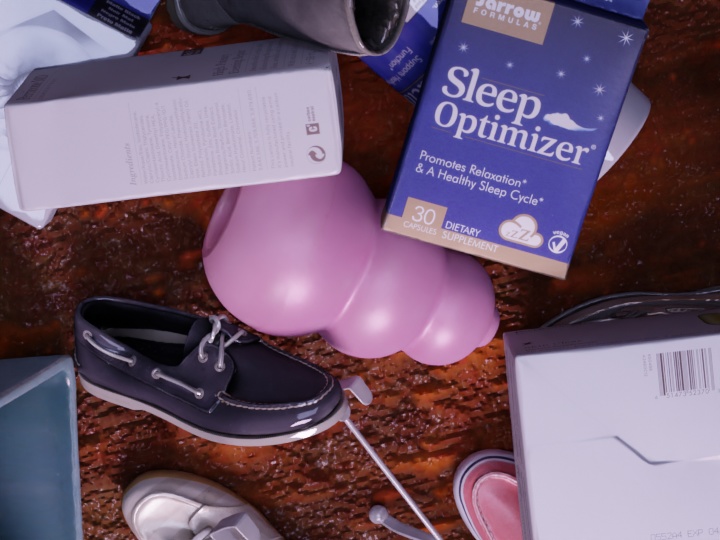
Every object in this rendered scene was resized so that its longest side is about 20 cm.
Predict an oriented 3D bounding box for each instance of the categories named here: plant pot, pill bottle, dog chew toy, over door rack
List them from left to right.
[{"bbox_3d":[-0.307,0.164,1.198,0.200,0.196,0.196,2,100,13],"label":"plant pot"},{"bbox_3d":[-0.015,0.189,1.233,0.148,0.067,0.200,-50,123,-37],"label":"over door rack"},{"bbox_3d":[0.000,0.000,1.223,0.200,0.125,0.125,23,98,-15],"label":"dog chew toy"},{"bbox_3d":[0.083,-0.140,1.202,0.200,0.116,0.116,40,95,-9],"label":"pill bottle"}]

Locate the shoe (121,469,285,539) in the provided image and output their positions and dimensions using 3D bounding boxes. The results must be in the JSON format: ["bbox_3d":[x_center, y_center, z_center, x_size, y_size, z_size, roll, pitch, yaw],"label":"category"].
[{"bbox_3d":[-0.078,0.206,1.282,0.200,0.053,0.070,36,96,-9],"label":"shoe"}]

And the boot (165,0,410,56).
[{"bbox_3d":[-0.048,-0.221,1.136,0.072,0.200,0.182,-9,100,-31],"label":"boot"}]

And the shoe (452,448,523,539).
[{"bbox_3d":[0.143,0.208,1.277,0.071,0.091,0.200,-41,100,4],"label":"shoe"}]

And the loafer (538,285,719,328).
[{"bbox_3d":[0.204,0.050,1.268,0.200,0.063,0.072,-12,101,-1],"label":"loafer"}]

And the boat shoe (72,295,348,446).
[{"bbox_3d":[-0.103,0.060,1.208,0.200,0.073,0.063,11,131,26],"label":"boat shoe"}]

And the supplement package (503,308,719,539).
[{"bbox_3d":[0.199,0.110,1.192,0.200,0.111,0.156,-6,95,0],"label":"supplement package"}]

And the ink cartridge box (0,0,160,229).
[{"bbox_3d":[-0.248,-0.159,1.217,0.199,0.041,0.200,27,97,-8],"label":"ink cartridge box"}]

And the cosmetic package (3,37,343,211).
[{"bbox_3d":[-0.111,-0.094,1.155,0.200,0.102,0.074,-6,109,2],"label":"cosmetic package"}]

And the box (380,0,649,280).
[{"bbox_3d":[0.097,-0.103,1.136,0.121,0.032,0.200,15,108,-4],"label":"box"}]
